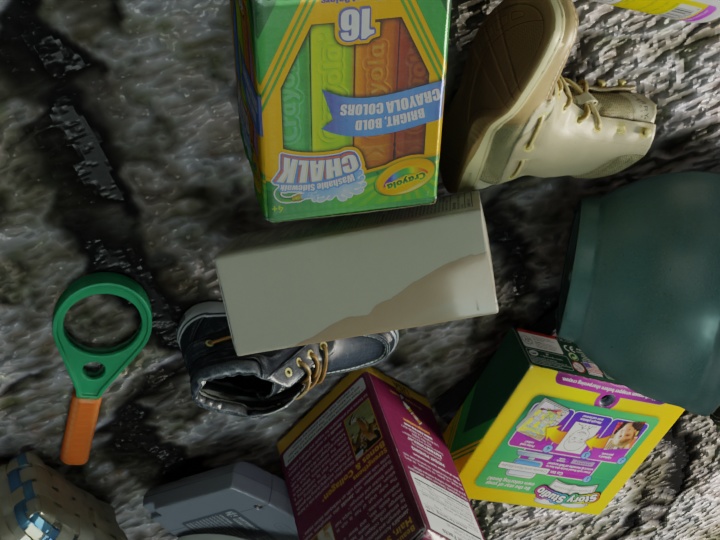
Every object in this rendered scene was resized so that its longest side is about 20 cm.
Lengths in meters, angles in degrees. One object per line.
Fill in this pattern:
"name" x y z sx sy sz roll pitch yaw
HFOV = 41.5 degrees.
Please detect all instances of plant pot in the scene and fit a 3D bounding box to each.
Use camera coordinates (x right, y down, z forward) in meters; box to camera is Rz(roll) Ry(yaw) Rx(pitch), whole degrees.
"plant pot" 0.237 0.008 0.796 0.132 0.201 0.203 11 127 8

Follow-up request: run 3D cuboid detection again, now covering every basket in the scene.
"basket" -0.317 0.274 0.833 0.200 0.139 0.176 -42 129 3

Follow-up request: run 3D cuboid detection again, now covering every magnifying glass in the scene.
"magnifying glass" -0.226 0.086 0.800 0.078 0.023 0.202 6 122 -23

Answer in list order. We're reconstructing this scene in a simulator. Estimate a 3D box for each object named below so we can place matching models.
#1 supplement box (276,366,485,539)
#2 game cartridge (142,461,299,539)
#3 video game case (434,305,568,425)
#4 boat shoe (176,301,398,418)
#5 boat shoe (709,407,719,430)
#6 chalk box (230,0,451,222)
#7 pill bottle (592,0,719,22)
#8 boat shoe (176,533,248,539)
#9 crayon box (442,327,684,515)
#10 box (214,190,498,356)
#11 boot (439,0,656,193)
"supplement box" 0.017 0.205 0.850 0.131 0.201 0.103 -44 127 18
"game cartridge" -0.100 0.252 0.929 0.132 0.041 0.200 -17 135 28
"video game case" 0.202 0.123 0.961 0.199 0.026 0.180 -40 128 13
"boat shoe" -0.053 0.079 0.801 0.197 0.091 0.072 1 127 -19
"boat shoe" 0.427 0.081 0.979 0.066 0.072 0.201 32 112 -23
"chalk box" -0.018 -0.116 0.643 0.123 0.125 0.202 -9 128 -11
"pill bottle" 0.162 -0.232 0.625 0.197 0.105 0.105 5 125 -22
"boat shoe" -0.087 0.296 0.892 0.197 0.061 0.076 6 147 12
"crayon box" 0.193 0.154 0.929 0.197 0.059 0.174 14 123 -25
"box" 0.000 0.000 0.716 0.197 0.095 0.079 -10 102 10
"boot" 0.153 -0.127 0.697 0.153 0.074 0.201 -4 151 -16
